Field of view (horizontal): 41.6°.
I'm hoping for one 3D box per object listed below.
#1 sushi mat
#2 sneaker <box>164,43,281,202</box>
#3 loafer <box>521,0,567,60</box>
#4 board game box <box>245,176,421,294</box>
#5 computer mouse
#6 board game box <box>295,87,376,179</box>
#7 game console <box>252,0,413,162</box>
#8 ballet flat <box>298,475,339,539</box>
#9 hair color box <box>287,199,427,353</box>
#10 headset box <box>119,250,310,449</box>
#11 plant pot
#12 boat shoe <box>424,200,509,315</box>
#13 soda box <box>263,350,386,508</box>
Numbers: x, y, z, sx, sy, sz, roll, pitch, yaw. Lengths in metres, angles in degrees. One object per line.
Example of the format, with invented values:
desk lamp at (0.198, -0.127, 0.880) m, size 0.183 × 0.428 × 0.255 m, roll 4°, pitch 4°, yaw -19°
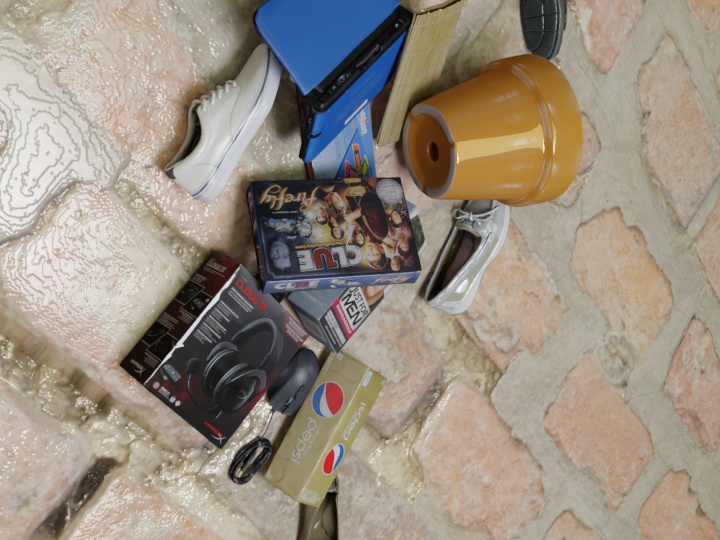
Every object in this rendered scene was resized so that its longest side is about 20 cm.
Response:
sushi mat at (0.074, -0.252, 1.221) m, size 0.095 × 0.012 × 0.202 m, roll -30°, pitch 149°, yaw -40°
sneaker at (-0.156, -0.179, 1.088) m, size 0.070 × 0.073 × 0.202 m, roll 30°, pitch 80°, yaw -33°
loafer at (0.270, -0.406, 1.361) m, size 0.063 × 0.071 × 0.203 m, roll -28°, pitch 117°, yaw -35°
board game box at (-0.033, -0.046, 1.164) m, size 0.197 × 0.035 × 0.137 m, roll -4°, pitch 66°, yaw -19°
computer mouse at (-0.112, 0.196, 1.260) m, size 0.058 × 0.034 × 0.202 m, roll 31°, pitch 84°, yaw -40°
board game box at (-0.027, -0.152, 1.232) m, size 0.102 × 0.019 × 0.203 m, roll -20°, pitch 115°, yaw -32°
game console at (-0.038, -0.262, 1.129) m, size 0.200 × 0.118 × 0.171 m, roll -49°, pitch 170°, yaw -30°
ballet flat at (-0.053, 0.370, 1.350) m, size 0.067 × 0.046 × 0.203 m, roll -8°, pitch 108°, yaw -36°
hair color box at (0.000, 0.000, 1.253) m, size 0.200 × 0.060 × 0.099 m, roll -50°, pitch 151°, yaw -16°
headset box at (-0.168, 0.088, 1.156) m, size 0.201 × 0.077 × 0.149 m, roll -51°, pitch 128°, yaw -13°
plant pot at (0.163, -0.175, 1.267) m, size 0.181 × 0.200 × 0.203 m, roll -15°, pitch 112°, yaw -27°
boat shoe at (0.154, -0.035, 1.378) m, size 0.064 × 0.074 × 0.204 m, roll 19°, pitch 98°, yaw -44°
soda box at (-0.047, 0.213, 1.286) m, size 0.202 × 0.067 × 0.064 m, roll -61°, pitch 148°, yaw -7°
